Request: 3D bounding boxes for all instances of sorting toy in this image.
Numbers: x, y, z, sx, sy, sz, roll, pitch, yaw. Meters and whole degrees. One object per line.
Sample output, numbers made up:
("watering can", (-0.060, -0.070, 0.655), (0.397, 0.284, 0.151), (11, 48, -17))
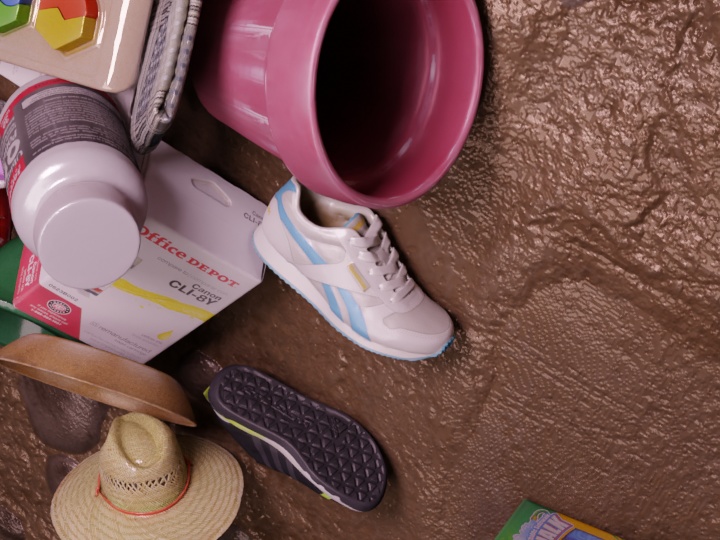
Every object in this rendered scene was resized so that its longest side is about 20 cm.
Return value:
("sorting toy", (-0.258, -0.258, 1.536), (0.198, 0.036, 0.187), (17, 98, 26))

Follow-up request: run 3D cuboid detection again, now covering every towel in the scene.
("towel", (-0.148, -0.200, 1.454), (0.034, 0.192, 0.202), (13, 84, -10))

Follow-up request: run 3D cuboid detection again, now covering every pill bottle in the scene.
("pill bottle", (-0.233, -0.071, 1.506), (0.109, 0.201, 0.112), (-8, 123, -13))

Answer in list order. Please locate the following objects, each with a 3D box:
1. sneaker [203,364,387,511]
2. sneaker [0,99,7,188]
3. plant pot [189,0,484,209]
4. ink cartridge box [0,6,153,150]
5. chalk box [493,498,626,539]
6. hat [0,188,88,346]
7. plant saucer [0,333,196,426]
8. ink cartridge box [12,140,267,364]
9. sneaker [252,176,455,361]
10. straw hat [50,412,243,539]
("sneaker", (-0.059, 0.158, 1.728), (0.199, 0.072, 0.083), (36, 153, 11))
("sneaker", (-0.331, -0.093, 1.697), (0.199, 0.073, 0.115), (23, 103, -2))
("plant pot", (-0.031, -0.163, 1.444), (0.178, 0.199, 0.202), (16, 125, 41))
("ink cartridge box", (-0.241, -0.200, 1.622), (0.199, 0.067, 0.117), (33, 129, 14))
("chalk box", (0.161, 0.296, 1.618), (0.198, 0.124, 0.126), (21, 127, 22))
("hat", (-0.305, -0.024, 1.795), (0.164, 0.178, 0.200), (18, 162, 8))
("plant saucer", (-0.239, 0.096, 1.694), (0.198, 0.200, 0.036), (13, 79, 25))
("ink cartridge box", (-0.195, -0.011, 1.652), (0.144, 0.084, 0.199), (30, 136, -29))
("sneaker", (0.000, 0.000, 1.580), (0.199, 0.077, 0.081), (36, 127, 7))
("straw hat", (-0.204, 0.182, 1.727), (0.199, 0.201, 0.086), (10, 127, 27))
